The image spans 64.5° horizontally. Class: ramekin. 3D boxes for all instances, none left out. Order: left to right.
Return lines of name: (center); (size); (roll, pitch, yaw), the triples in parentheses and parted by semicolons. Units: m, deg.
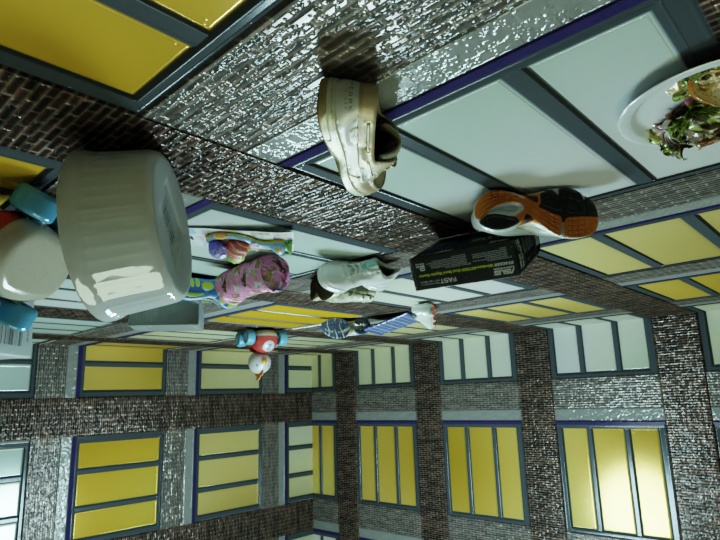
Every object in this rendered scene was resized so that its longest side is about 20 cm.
ramekin: (-0.270, -0.047, 0.684); (0.096, 0.205, 0.201); (-8, 168, -5)

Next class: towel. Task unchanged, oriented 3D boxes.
towel: (0.123, 0.198, 2.152); (0.197, 0.024, 0.144); (-24, 157, 26)

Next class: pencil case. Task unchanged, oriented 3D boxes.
pencil case: (-0.239, 0.022, 1.252); (0.198, 0.088, 0.082); (-14, -166, 44)

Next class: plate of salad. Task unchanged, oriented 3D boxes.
plate of salad: (0.375, -0.163, 0.593); (0.195, 0.049, 0.200); (-3, 167, -1)

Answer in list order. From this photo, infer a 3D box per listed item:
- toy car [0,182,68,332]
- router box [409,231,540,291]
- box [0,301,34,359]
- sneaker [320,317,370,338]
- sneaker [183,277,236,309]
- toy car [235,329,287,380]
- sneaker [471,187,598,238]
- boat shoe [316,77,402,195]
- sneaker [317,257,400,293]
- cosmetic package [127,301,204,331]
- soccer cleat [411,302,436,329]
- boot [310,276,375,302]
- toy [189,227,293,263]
toy car: (-0.534, -0.045, 0.810); (0.197, 0.187, 0.177); (26, 169, 5)
router box: (0.205, -0.026, 1.017); (0.197, 0.063, 0.149); (-11, -169, 32)
box: (-0.757, 0.067, 1.094); (0.167, 0.205, 0.199); (-3, 168, -3)
sneaker: (-0.064, 0.223, 2.188); (0.196, 0.079, 0.085); (4, 171, -22)
sneaker: (-0.381, 0.050, 1.406); (0.082, 0.072, 0.198); (6, 175, 43)
toy car: (-0.416, 0.358, 2.399); (0.181, 0.205, 0.176); (6, 165, -33)
sneaker: (0.267, -0.086, 0.895); (0.195, 0.078, 0.092); (6, 175, -1)
boat shoe: (0.010, -0.133, 0.610); (0.068, 0.075, 0.200); (1, 168, 13)
sneaker: (0.000, 0.000, 1.248); (0.197, 0.077, 0.088); (0, 156, -38)
cosmetic package: (-0.560, 0.130, 1.667); (0.195, 0.092, 0.107); (2, 164, -4)
soccer cleat: (0.216, 0.149, 1.931); (0.076, 0.071, 0.200); (1, 161, 12)
boot: (-0.031, 0.043, 1.393); (0.151, 0.074, 0.200); (3, 172, -19)
toy: (-0.220, -0.040, 1.048); (0.195, 0.048, 0.115); (-1, 166, -7)
